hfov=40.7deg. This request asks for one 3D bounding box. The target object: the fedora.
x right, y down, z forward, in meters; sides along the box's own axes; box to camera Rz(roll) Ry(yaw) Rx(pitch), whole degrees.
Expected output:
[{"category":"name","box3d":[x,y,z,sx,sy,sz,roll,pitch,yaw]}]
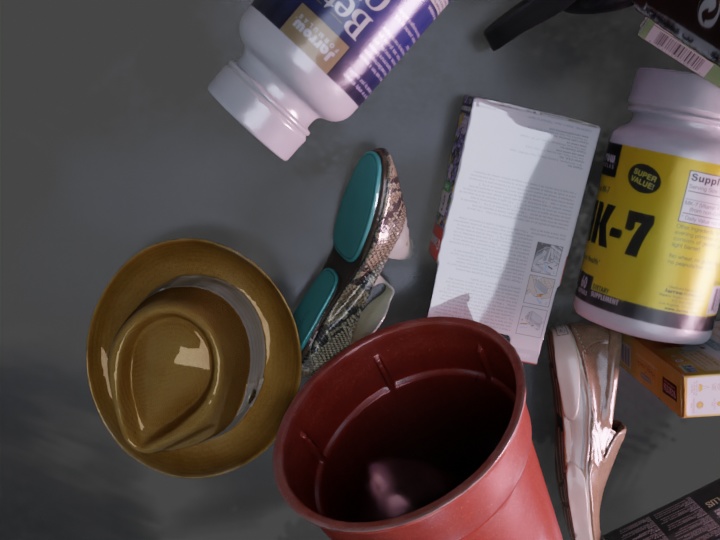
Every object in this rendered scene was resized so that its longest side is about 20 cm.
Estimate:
[{"category":"fedora","box3d":[-0.143,0.078,0.763,0.198,0.082,0.204,2,100,12]}]

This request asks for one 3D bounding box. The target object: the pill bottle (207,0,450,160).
[{"category":"pill bottle","box3d":[-0.021,-0.185,0.728,0.111,0.111,0.200,40,95,-11]}]

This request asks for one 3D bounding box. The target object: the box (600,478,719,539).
[{"category":"box","box3d":[0.343,0.279,0.862,0.198,0.086,0.165,-25,101,0]}]

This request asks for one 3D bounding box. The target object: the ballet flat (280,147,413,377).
[{"category":"ballet flat","box3d":[0.000,0.000,0.797,0.075,0.068,0.202,16,106,-30]}]

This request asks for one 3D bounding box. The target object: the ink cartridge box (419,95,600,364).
[{"category":"ink cartridge box","box3d":[0.117,-0.033,0.802,0.107,0.050,0.203,11,101,-7]}]

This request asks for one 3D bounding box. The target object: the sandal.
[{"category":"sandal","box3d":[0.182,-0.214,0.725,0.199,0.075,0.048,-27,104,43]}]

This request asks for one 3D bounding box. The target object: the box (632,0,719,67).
[{"category":"box","box3d":[0.299,-0.195,0.550,0.197,0.166,0.166,-1,124,-22]}]

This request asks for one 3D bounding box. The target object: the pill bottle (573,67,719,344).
[{"category":"pill bottle","box3d":[0.245,-0.052,0.776,0.113,0.114,0.203,9,99,-7]}]

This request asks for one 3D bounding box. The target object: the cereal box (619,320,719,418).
[{"category":"cereal box","box3d":[0.329,0.074,0.793,0.197,0.144,0.040,-4,101,-5]}]

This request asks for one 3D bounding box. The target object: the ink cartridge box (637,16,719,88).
[{"category":"ink cartridge box","box3d":[0.317,-0.215,0.725,0.145,0.048,0.201,34,71,6]}]

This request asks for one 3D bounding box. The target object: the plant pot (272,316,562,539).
[{"category":"plant pot","box3d":[0.063,0.177,0.757,0.199,0.201,0.196,-28,122,1]}]

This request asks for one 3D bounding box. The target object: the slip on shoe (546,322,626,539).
[{"category":"slip on shoe","box3d":[0.199,0.144,0.832,0.060,0.076,0.203,-6,94,3]}]
